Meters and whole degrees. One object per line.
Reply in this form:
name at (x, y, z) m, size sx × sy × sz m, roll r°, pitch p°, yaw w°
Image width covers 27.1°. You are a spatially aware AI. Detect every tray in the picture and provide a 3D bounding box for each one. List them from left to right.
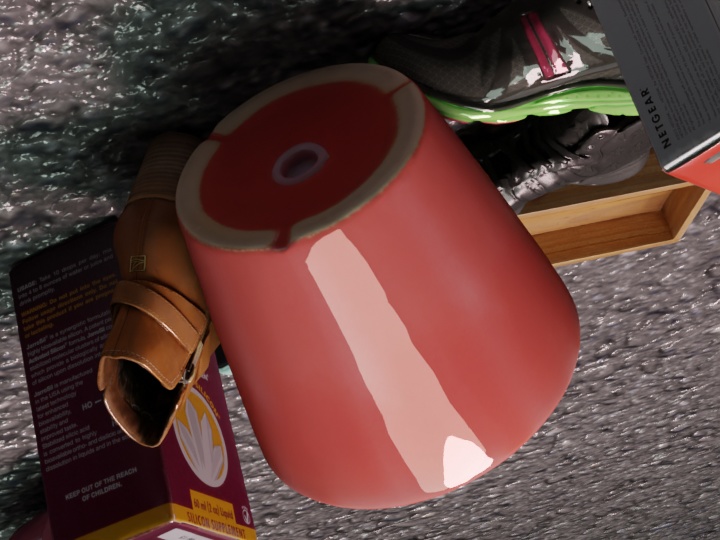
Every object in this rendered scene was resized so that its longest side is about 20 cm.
tray at (0.147, -0.040, 1.070) m, size 0.199 × 0.037 × 0.099 m, roll -12°, pitch 155°, yaw -13°

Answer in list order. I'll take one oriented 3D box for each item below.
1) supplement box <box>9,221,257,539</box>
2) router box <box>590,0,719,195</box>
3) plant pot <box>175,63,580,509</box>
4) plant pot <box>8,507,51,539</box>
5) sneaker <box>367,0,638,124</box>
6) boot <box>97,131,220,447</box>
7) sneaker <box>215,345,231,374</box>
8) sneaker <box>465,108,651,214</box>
supplement box at (-0.144, 0.086, 0.945) m, size 0.085 × 0.201 × 0.110 m, roll -23°, pitch 155°, yaw 16°
router box at (0.171, -0.123, 0.706) m, size 0.049 × 0.201 × 0.179 m, roll -34°, pitch 151°, yaw 31°
plant pot at (0.000, 0.000, 0.811) m, size 0.200 × 0.201 × 0.178 m, roll -21°, pitch 129°, yaw 9°
plant pot at (-0.222, 0.269, 1.320) m, size 0.179 × 0.201 × 0.199 m, roll -18°, pitch 161°, yaw 42°
sneaker at (0.102, -0.129, 0.827) m, size 0.199 × 0.077 × 0.084 m, roll -4°, pitch 110°, yaw -2°
boot at (-0.097, 0.037, 0.882) m, size 0.076 × 0.156 × 0.200 m, roll 2°, pitch 145°, yaw 9°
sneaker at (-0.010, 0.013, 1.043) m, size 0.139 × 0.078 × 0.200 m, roll -1°, pitch 160°, yaw -35°
sneaker at (0.129, -0.088, 0.933) m, size 0.199 × 0.060 × 0.104 m, roll -18°, pitch 158°, yaw -11°
